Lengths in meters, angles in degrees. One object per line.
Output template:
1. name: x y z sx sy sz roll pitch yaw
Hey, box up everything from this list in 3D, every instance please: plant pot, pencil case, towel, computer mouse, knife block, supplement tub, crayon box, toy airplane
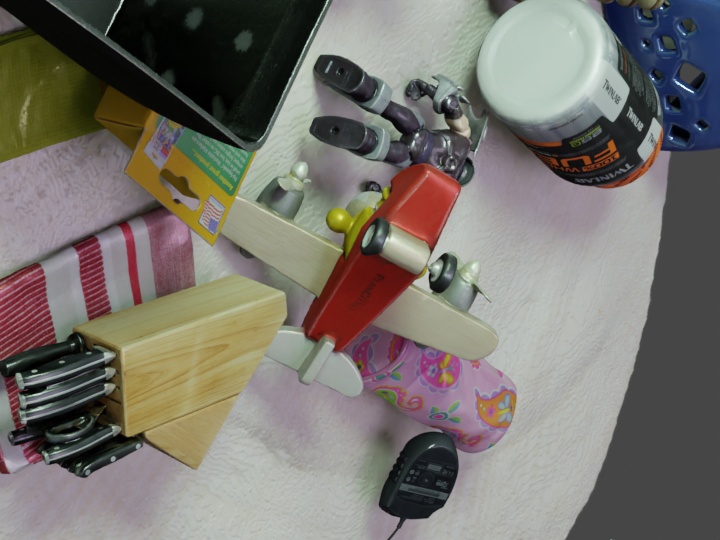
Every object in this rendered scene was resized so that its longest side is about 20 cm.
1. plant pot: -0.141 -0.214 1.051 0.200 0.177 0.200 35 74 -40
2. pencil case: 0.057 0.091 1.457 0.200 0.087 0.088 34 79 -46
3. towel: -0.201 -0.131 1.149 0.199 0.018 0.087 -24 120 -38
4. computer mouse: 0.030 0.227 1.492 0.058 0.034 0.201 19 109 -28
5. knife block: -0.163 0.060 1.193 0.176 0.064 0.201 43 73 -45
6. supplement tub: 0.192 -0.150 1.462 0.200 0.122 0.123 32 81 -57
7. plant pot: 0.370 -0.233 1.588 0.200 0.179 0.201 -41 130 -29
8. towel: -0.197 0.048 1.217 0.200 0.023 0.145 -28 123 -36
9. crayon box: -0.113 -0.136 1.189 0.126 0.051 0.201 44 65 -55
10. toy airplane: 0.000 0.000 1.313 0.142 0.198 0.201 -83 160 -48

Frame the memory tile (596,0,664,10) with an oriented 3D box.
1. memory tile: 0.249 -0.332 1.459 0.017 0.153 0.201 6 102 -16

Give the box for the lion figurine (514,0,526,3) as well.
1. lion figurine: 0.179 -0.326 1.434 0.072 0.122 0.201 91 5 -83

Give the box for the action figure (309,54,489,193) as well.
1. action figure: 0.037 -0.109 1.374 0.200 0.069 0.131 26 78 -51
